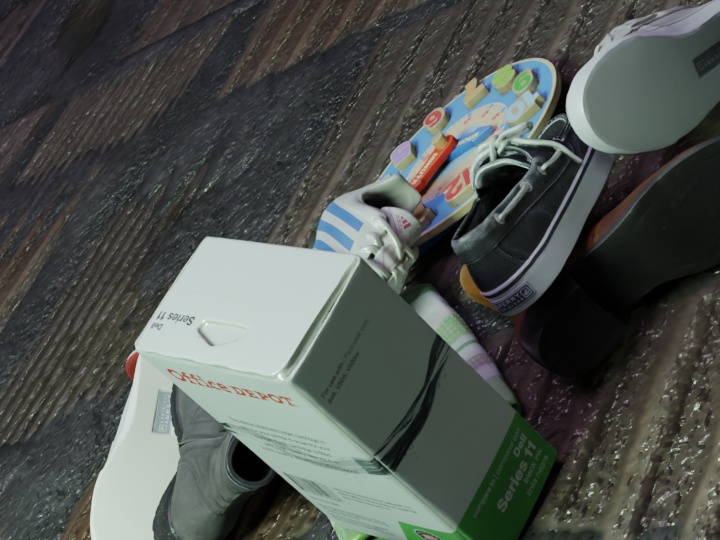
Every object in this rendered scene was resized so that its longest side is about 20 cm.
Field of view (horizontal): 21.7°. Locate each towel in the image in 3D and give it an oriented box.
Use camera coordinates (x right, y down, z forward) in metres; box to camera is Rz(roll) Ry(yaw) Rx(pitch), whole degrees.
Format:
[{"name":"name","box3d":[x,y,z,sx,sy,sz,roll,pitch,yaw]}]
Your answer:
[{"name":"towel","box3d":[0.019,0.091,1.224,0.149,0.031,0.200,-45,24,4]}]

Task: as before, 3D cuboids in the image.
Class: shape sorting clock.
[{"name":"shape sorting clock","box3d":[0.070,-0.088,1.414,0.200,0.039,0.200,-36,25,20]}]

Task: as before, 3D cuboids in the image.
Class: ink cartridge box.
[{"name":"ink cartridge box","box3d":[-0.007,0.073,1.053,0.146,0.200,0.083,8,61,49]}]

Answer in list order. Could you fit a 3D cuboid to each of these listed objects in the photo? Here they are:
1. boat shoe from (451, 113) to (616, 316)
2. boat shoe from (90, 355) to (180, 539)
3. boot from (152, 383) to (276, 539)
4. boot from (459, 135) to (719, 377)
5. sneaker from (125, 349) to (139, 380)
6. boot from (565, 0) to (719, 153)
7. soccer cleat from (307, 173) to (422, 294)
[{"name":"boat shoe","box3d":[0.099,-0.052,1.138,0.073,0.068,0.200,-34,16,40]},{"name":"boat shoe","box3d":[-0.158,0.138,1.400,0.069,0.071,0.201,104,171,-59]},{"name":"boot","box3d":[-0.080,0.096,1.297,0.132,0.069,0.201,-52,26,41]},{"name":"boot","box3d":[0.156,-0.027,1.177,0.189,0.068,0.200,-52,16,5]},{"name":"sneaker","box3d":[-0.104,0.019,1.487,0.199,0.078,0.116,-24,33,38]},{"name":"boot","box3d":[0.176,-0.120,1.190,0.199,0.074,0.095,-26,11,-39]},{"name":"soccer cleat","box3d":[0.000,0.000,1.282,0.086,0.070,0.201,-32,27,25]}]
